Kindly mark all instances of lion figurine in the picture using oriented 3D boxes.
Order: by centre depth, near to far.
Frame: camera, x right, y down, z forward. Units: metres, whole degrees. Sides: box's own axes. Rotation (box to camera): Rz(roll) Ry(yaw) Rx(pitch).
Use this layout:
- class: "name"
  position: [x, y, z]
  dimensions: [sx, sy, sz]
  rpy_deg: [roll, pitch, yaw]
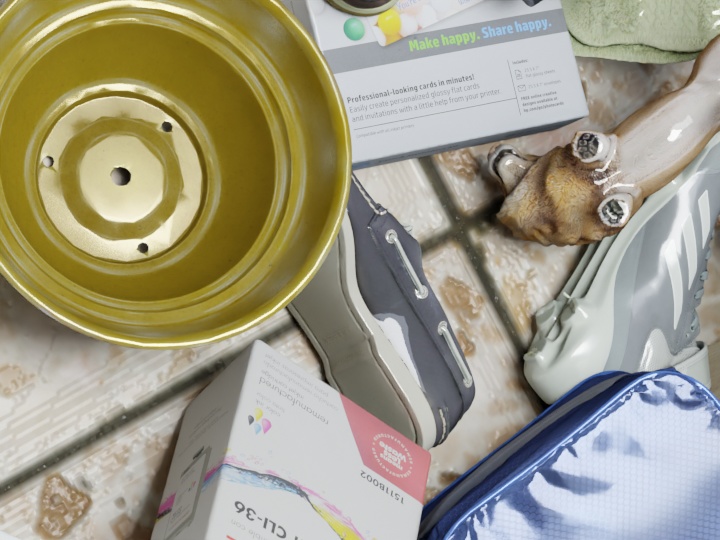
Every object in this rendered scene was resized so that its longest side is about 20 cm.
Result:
- class: "lion figurine"
  position: [0.161, -0.074, 1.559]
  dimensions: [0.200, 0.122, 0.073]
  rpy_deg: [-28, 89, 3]

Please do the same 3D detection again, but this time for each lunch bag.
- class: "lunch bag"
  position: [0.113, 0.148, 1.517]
  dimensions: [0.200, 0.132, 0.136]
  rpy_deg: [-36, 93, -9]

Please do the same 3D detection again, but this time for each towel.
- class: "towel"
  position: [0.183, -0.207, 1.629]
  dimensions: [0.036, 0.148, 0.200]
  rpy_deg: [42, 52, -62]

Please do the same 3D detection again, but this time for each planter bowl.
- class: "planter bowl"
  position: [-0.112, -0.053, 1.473]
  dimensions: [0.200, 0.083, 0.201]
  rpy_deg: [3, 79, -18]

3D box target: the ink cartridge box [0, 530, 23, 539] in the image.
- class: "ink cartridge box"
  position: [-0.150, 0.207, 1.385]
  dimensions: [0.200, 0.050, 0.162]
  rpy_deg: [28, 38, -15]

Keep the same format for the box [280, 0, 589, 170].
- class: "box"
  position: [0.028, -0.163, 1.593]
  dimensions: [0.156, 0.041, 0.200]
  rpy_deg: [-12, 85, -28]

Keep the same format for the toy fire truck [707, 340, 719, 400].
- class: "toy fire truck"
  position: [0.255, 0.068, 1.554]
  dimensions: [0.129, 0.200, 0.176]
  rpy_deg: [8, 74, -2]

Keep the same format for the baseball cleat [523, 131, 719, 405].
- class: "baseball cleat"
  position: [0.166, 0.005, 1.626]
  dimensions: [0.106, 0.070, 0.200]
  rpy_deg: [42, 74, -22]

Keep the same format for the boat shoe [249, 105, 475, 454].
- class: "boat shoe"
  position: [0.000, 0.000, 1.540]
  dimensions: [0.063, 0.073, 0.200]
  rpy_deg: [-30, 99, -40]

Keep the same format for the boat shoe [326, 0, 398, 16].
- class: "boat shoe"
  position: [0.033, -0.228, 1.526]
  dimensions: [0.072, 0.066, 0.201]
  rpy_deg: [20, 86, -17]

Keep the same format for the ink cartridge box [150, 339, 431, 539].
- class: "ink cartridge box"
  position: [-0.039, 0.144, 1.440]
  dimensions: [0.116, 0.067, 0.200]
  rpy_deg: [34, 38, -18]

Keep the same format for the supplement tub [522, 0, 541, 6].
- class: "supplement tub"
  position: [0.154, -0.221, 1.558]
  dimensions: [0.200, 0.107, 0.107]
  rpy_deg: [-33, 97, 1]
